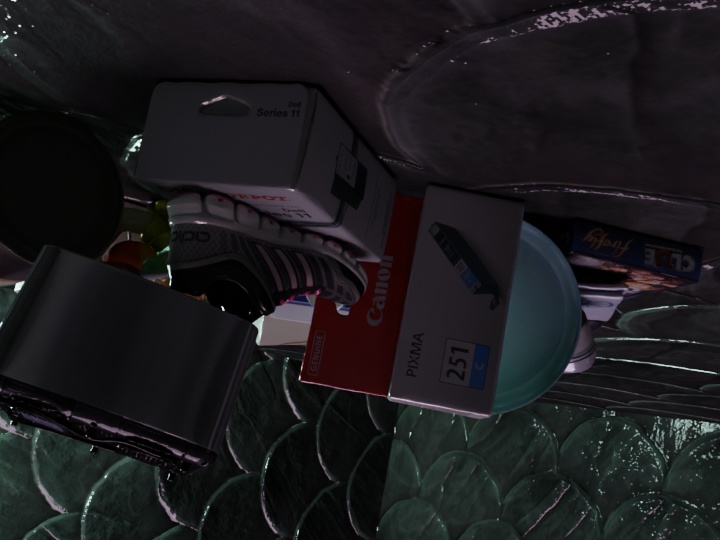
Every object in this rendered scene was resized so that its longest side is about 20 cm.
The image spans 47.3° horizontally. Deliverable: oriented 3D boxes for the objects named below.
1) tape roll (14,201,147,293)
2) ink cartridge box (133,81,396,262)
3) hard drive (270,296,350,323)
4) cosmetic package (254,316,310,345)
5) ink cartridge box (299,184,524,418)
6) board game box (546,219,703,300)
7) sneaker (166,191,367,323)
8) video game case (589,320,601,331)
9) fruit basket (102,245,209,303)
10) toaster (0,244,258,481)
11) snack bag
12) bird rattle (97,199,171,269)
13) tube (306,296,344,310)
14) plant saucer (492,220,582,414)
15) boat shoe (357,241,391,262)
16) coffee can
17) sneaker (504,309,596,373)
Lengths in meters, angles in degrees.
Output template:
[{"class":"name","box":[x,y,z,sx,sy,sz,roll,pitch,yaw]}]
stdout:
[{"class":"tape roll","box":[-0.355,-0.015,1.134,0.202,0.139,0.203,11,170,2]},{"class":"ink cartridge box","box":[-0.071,-0.076,0.689,0.146,0.083,0.200,6,167,22]},{"class":"hard drive","box":[-0.006,0.021,1.012,0.132,0.025,0.200,6,-161,23]},{"class":"cosmetic package","box":[-0.052,0.043,1.097,0.200,0.073,0.104,1,-153,-26]},{"class":"ink cartridge box","box":[0.047,0.021,0.756,0.176,0.200,0.045,10,168,2]},{"class":"board game box","box":[0.246,-0.003,0.877,0.135,0.035,0.200,12,169,-8]},{"class":"sneaker","box":[-0.077,0.008,0.666,0.074,0.088,0.200,-1,163,44]},{"class":"video game case","box":[0.179,0.076,0.980,0.143,0.019,0.200,8,-163,38]},{"class":"fruit basket","box":[-0.213,0.010,0.812,0.200,0.094,0.185,2,169,-31]},{"class":"toaster","box":[-0.189,0.080,0.641,0.181,0.119,0.200,21,159,-9]},{"class":"snack bag","box":[0.194,0.033,0.914,0.188,0.021,0.200,2,170,14]},{"class":"bird rattle","box":[-0.272,-0.030,0.963,0.113,0.163,0.200,-22,159,38]},{"class":"tube","box":[0.000,0.000,0.970,0.077,0.050,0.200,13,-163,19]},{"class":"plant saucer","box":[0.117,0.041,0.815,0.200,0.200,0.027,7,-179,20]},{"class":"boat shoe","box":[-0.060,-0.044,0.822,0.200,0.074,0.065,6,-153,6]},{"class":"coffee can","box":[-0.350,-0.058,0.807,0.200,0.147,0.146,-12,156,40]},{"class":"sneaker","box":[0.142,0.064,0.860,0.200,0.071,0.073,-4,-153,20]}]
